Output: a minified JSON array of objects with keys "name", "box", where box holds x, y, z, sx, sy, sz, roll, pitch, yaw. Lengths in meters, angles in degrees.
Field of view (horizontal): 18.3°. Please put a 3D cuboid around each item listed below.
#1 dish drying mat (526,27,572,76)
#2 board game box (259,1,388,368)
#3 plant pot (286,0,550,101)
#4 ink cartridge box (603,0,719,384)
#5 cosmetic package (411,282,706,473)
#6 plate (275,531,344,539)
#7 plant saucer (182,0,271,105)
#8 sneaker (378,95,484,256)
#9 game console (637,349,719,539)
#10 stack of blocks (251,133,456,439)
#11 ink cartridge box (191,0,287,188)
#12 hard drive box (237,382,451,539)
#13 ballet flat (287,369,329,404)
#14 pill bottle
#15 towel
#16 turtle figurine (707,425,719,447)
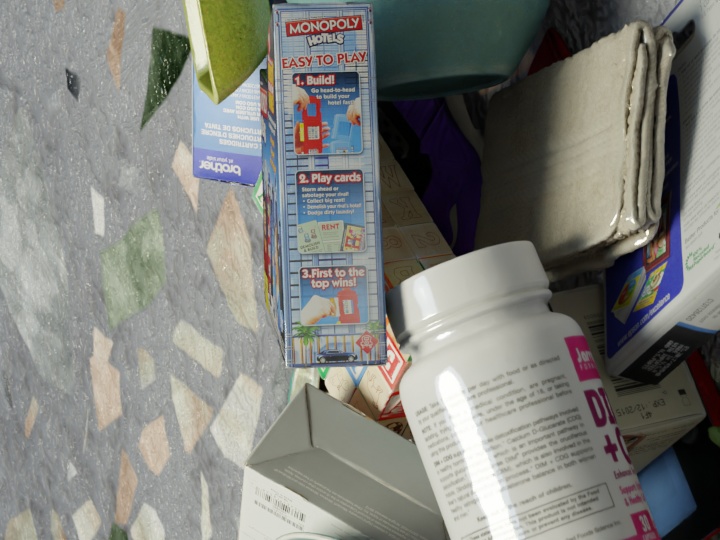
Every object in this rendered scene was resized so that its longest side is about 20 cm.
[{"name":"dish drying mat","box":[0.110,-0.060,1.492,0.201,0.018,0.077,108,148,-42]},{"name":"board game box","box":[-0.025,-0.062,1.325,0.200,0.061,0.201,-119,28,-77]},{"name":"plant pot","box":[0.039,-0.180,1.387,0.200,0.199,0.136,-13,83,59]},{"name":"ink cartridge box","box":[0.201,-0.065,1.297,0.198,0.047,0.201,128,151,-53]},{"name":"cosmetic package","box":[0.120,0.097,1.419,0.200,0.087,0.104,-52,54,52]},{"name":"plate","box":[0.031,0.217,1.348,0.199,0.026,0.201,29,153,16]},{"name":"plant saucer","box":[-0.096,-0.216,1.458,0.200,0.048,0.202,-132,32,-79]},{"name":"sneaker","box":[0.026,-0.093,1.531,0.070,0.099,0.201,127,131,-57]},{"name":"game console","box":[0.169,0.111,1.447,0.200,0.031,0.178,-50,58,52]},{"name":"stack of blocks","box":[0.000,0.000,1.456,0.201,0.058,0.115,60,142,32]},{"name":"ink cartridge box","box":[-0.066,-0.146,1.638,0.076,0.136,0.201,11,114,17]},{"name":"hard drive box","box":[0.002,0.187,1.443,0.155,0.077,0.201,29,146,13]},{"name":"ballet flat","box":[-0.016,0.070,1.708,0.062,0.067,0.201,29,124,40]},{"name":"pill bottle","box":[0.089,0.093,1.274,0.113,0.113,0.201,-35,73,57]},{"name":"towel","box":[0.128,-0.065,1.354,0.200,0.034,0.134,161,118,-64]},{"name":"turtle figurine","box":[0.213,0.177,1.261,0.144,0.198,0.195,74,-160,-72]}]
